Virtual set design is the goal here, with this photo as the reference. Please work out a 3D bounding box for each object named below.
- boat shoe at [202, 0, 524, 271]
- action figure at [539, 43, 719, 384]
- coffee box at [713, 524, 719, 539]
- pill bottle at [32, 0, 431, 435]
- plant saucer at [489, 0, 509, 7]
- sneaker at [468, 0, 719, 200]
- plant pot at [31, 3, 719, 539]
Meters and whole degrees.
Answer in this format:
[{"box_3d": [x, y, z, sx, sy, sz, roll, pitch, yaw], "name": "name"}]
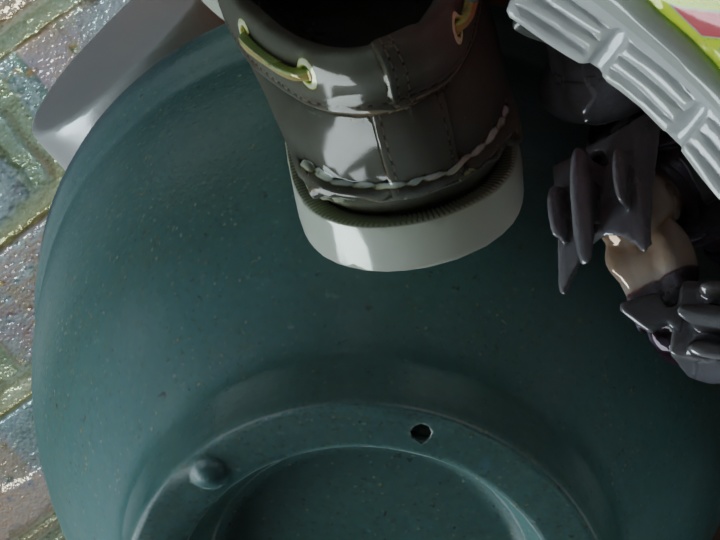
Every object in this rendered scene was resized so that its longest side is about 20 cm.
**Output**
[{"box_3d": [-0.007, -0.081, 0.706, 0.202, 0.072, 0.060, -110, 5, -51], "name": "boat shoe"}, {"box_3d": [0.105, -0.004, 0.691, 0.200, 0.069, 0.130, 48, -134, -30], "name": "action figure"}, {"box_3d": [0.152, 0.141, 0.905, 0.113, 0.080, 0.200, 57, -165, 28], "name": "coffee box"}, {"box_3d": [0.000, 0.000, 0.860, 0.200, 0.111, 0.111, 46, -178, -17], "name": "pill bottle"}, {"box_3d": [0.031, -0.094, 0.848, 0.200, 0.032, 0.200, 18, -161, -7], "name": "plant saucer"}, {"box_3d": [0.095, -0.051, 0.495, 0.200, 0.090, 0.078, 36, -142, -3], "name": "sneaker"}, {"box_3d": [0.005, 0.046, 0.739, 0.200, 0.200, 0.134, 54, -159, -23], "name": "plant pot"}]
